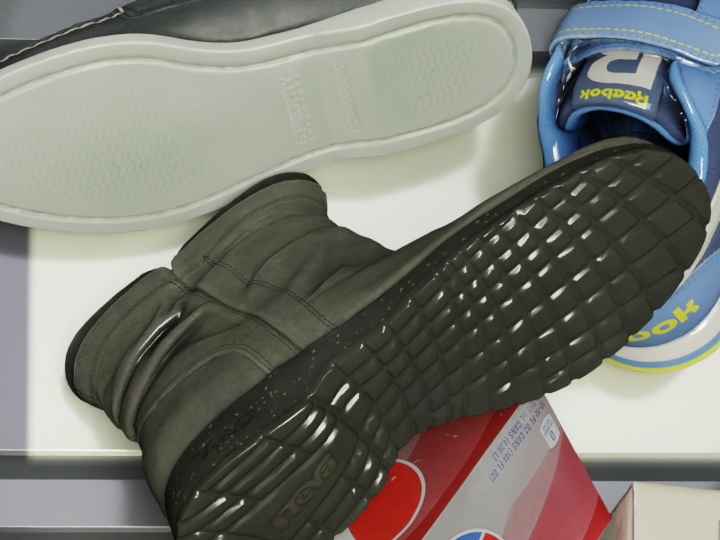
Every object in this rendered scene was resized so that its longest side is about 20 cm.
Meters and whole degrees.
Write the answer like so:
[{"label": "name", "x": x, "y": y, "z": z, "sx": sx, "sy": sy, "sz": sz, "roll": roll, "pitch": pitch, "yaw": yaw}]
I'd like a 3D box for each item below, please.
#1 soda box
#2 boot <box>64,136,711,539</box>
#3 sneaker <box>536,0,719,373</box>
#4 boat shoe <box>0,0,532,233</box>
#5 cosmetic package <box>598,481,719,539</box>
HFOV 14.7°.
[{"label": "soda box", "x": -0.006, "y": 0.120, "z": 0.848, "sx": 0.200, "sy": 0.070, "sz": 0.064, "roll": -52, "pitch": 126, "yaw": -32}, {"label": "boot", "x": 0.000, "y": 0.000, "z": 0.874, "sx": 0.200, "sy": 0.131, "sz": 0.068, "roll": -35, "pitch": 128, "yaw": -1}, {"label": "sneaker", "x": 0.104, "y": -0.071, "z": 0.927, "sx": 0.074, "sy": 0.082, "sz": 0.201, "roll": 0, "pitch": 73, "yaw": 29}, {"label": "boat shoe", "x": -0.045, "y": -0.065, "z": 0.928, "sx": 0.199, "sy": 0.076, "sz": 0.060, "roll": -9, "pitch": 37, "yaw": -10}, {"label": "cosmetic package", "x": 0.174, "y": 0.135, "z": 0.900, "sx": 0.199, "sy": 0.071, "sz": 0.106, "roll": 8, "pitch": 66, "yaw": -6}]
